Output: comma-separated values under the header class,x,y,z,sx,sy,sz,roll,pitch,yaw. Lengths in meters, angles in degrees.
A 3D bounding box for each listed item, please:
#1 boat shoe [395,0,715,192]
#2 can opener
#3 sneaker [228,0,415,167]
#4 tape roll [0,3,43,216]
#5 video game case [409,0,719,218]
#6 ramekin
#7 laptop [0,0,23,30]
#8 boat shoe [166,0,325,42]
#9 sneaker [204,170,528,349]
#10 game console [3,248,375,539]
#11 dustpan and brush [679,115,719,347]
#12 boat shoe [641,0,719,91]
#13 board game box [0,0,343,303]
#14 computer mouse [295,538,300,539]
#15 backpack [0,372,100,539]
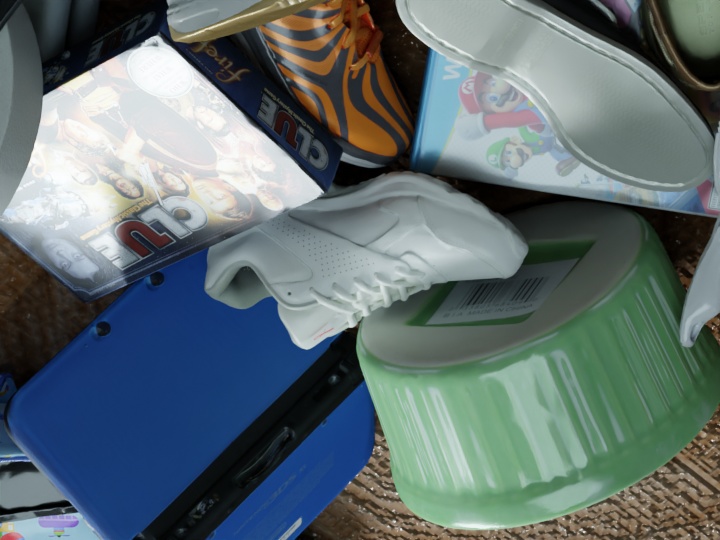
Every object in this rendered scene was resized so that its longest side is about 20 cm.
class,x,y,z,sx,sy,sz,roll,pitch,yaw
boat shoe,0.107,-0.115,1.482,0.199,0.060,0.074,30,127,-11
can opener,-0.163,-0.191,1.505,0.066,0.053,0.201,28,127,27
sneaker,-0.012,-0.143,1.492,0.112,0.078,0.200,-25,122,33
tape roll,-0.265,-0.089,1.501,0.202,0.204,0.037,-23,164,18
video game case,0.136,-0.109,1.526,0.199,0.018,0.144,9,108,-4
ramekin,0.095,0.045,1.557,0.199,0.200,0.098,-18,115,15
laptop,-0.280,-0.174,1.441,0.178,0.200,0.103,-53,148,2
boat shoe,-0.015,-0.171,1.385,0.199,0.071,0.070,-16,90,22
sneaker,0.000,0.000,1.549,0.199,0.100,0.078,4,158,34
game console,-0.095,0.096,1.627,0.118,0.200,0.171,35,152,23
dustpan and brush,0.215,-0.053,1.492,0.057,0.139,0.201,12,89,32
boat shoe,0.169,-0.186,1.451,0.075,0.074,0.201,-15,109,7
board game box,-0.127,-0.062,1.527,0.199,0.035,0.135,-24,126,39
computer mouse,-0.120,0.214,1.771,0.138,0.053,0.200,38,107,-21
backpack,-0.217,0.153,1.680,0.199,0.135,0.183,-8,123,10
